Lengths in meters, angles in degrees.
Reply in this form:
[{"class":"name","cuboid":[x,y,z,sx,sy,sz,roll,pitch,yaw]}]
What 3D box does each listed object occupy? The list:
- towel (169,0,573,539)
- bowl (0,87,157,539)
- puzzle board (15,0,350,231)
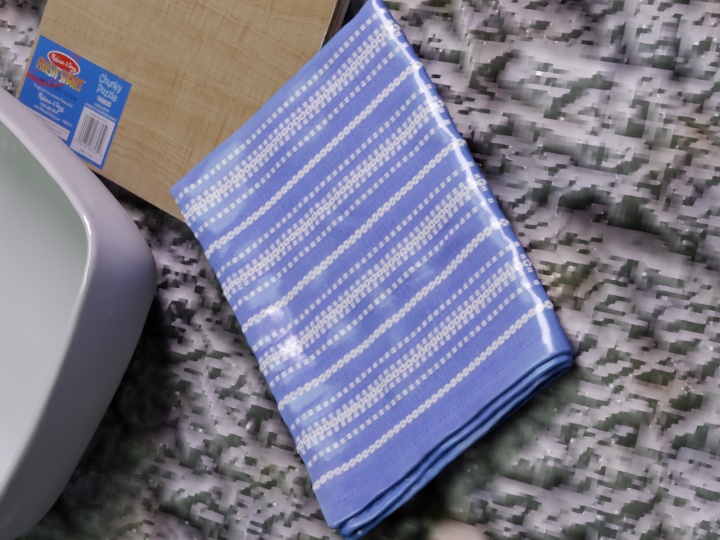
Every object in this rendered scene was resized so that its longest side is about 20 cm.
[{"class":"towel","cuboid":[0.000,0.000,1.150,0.145,0.024,0.200,-42,61,27]},{"class":"bowl","cuboid":[-0.181,0.019,1.287,0.200,0.075,0.200,44,115,39]},{"class":"puzzle board","cuboid":[-0.086,-0.110,1.270,0.200,0.017,0.151,29,103,43]}]
